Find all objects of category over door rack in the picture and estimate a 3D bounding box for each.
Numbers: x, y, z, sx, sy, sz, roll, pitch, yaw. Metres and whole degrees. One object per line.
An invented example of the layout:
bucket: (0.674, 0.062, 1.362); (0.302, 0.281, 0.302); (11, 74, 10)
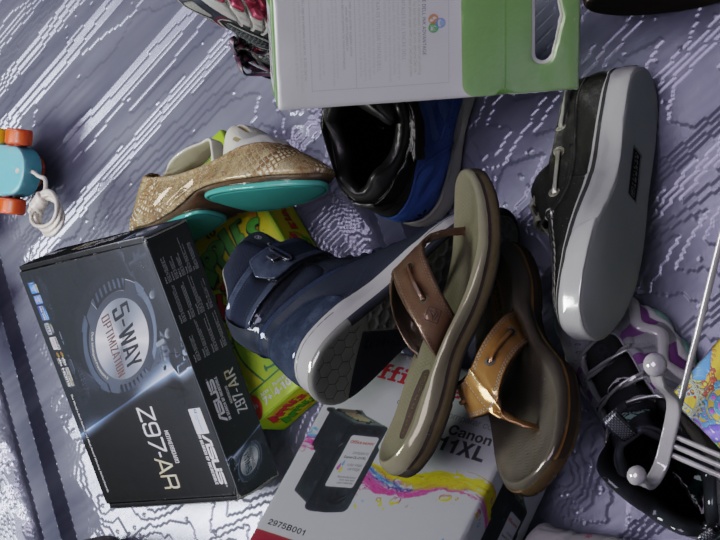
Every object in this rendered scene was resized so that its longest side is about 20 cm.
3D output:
over door rack: (0.236, 0.048, 0.922); (0.147, 0.066, 0.202); (21, 97, 31)

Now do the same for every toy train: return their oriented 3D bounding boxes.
toy train: (-0.309, -0.027, 1.417); (0.200, 0.055, 0.151); (-39, 68, 26)

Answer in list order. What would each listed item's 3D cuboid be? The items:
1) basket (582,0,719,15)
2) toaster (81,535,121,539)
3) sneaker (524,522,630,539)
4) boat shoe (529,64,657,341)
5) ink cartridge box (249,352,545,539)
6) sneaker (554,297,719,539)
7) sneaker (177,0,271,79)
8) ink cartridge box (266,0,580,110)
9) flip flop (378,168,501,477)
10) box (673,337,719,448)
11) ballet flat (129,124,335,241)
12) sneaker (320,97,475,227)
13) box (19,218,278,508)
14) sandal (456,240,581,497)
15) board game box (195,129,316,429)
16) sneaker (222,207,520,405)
basket: (0.186, -0.275, 1.093); (0.178, 0.136, 0.202); (-6, 85, 18)
toaster: (-0.186, 0.280, 1.263); (0.199, 0.129, 0.114); (31, 102, 30)
sneaker: (0.150, 0.264, 1.090); (0.098, 0.078, 0.202); (-4, 83, 27)
boat shoe: (0.146, -0.042, 1.104); (0.063, 0.071, 0.201); (-5, 54, 32)
ink cartridge box: (0.024, 0.160, 1.119); (0.145, 0.083, 0.201); (12, 60, 31)
sneaker: (0.171, 0.084, 1.056); (0.078, 0.139, 0.200); (-48, 64, 18)
sneaker: (-0.068, -0.171, 1.194); (0.074, 0.199, 0.081); (-34, 66, 21)
ink cartridge box: (0.039, -0.167, 1.100); (0.198, 0.059, 0.105); (-4, 114, -5)
flip flop: (0.041, 0.028, 1.070); (0.057, 0.081, 0.202); (20, 83, -7)
box: (0.324, 0.073, 0.975); (0.200, 0.122, 0.193); (48, 109, 26)
ballet flat: (-0.097, -0.067, 1.210); (0.199, 0.070, 0.066); (-15, 69, 41)
sneaker: (0.028, -0.136, 1.184); (0.076, 0.111, 0.202); (9, 89, 32)
box: (-0.157, 0.073, 1.255); (0.159, 0.043, 0.202); (-9, 103, 44)
sandal: (0.087, 0.055, 1.058); (0.082, 0.054, 0.201); (-56, 29, 40)
board game box: (-0.081, 0.007, 1.274); (0.101, 0.047, 0.201); (-40, 66, 22)
sneaker: (-0.001, -0.001, 1.172); (0.146, 0.201, 0.078); (26, 139, 46)
